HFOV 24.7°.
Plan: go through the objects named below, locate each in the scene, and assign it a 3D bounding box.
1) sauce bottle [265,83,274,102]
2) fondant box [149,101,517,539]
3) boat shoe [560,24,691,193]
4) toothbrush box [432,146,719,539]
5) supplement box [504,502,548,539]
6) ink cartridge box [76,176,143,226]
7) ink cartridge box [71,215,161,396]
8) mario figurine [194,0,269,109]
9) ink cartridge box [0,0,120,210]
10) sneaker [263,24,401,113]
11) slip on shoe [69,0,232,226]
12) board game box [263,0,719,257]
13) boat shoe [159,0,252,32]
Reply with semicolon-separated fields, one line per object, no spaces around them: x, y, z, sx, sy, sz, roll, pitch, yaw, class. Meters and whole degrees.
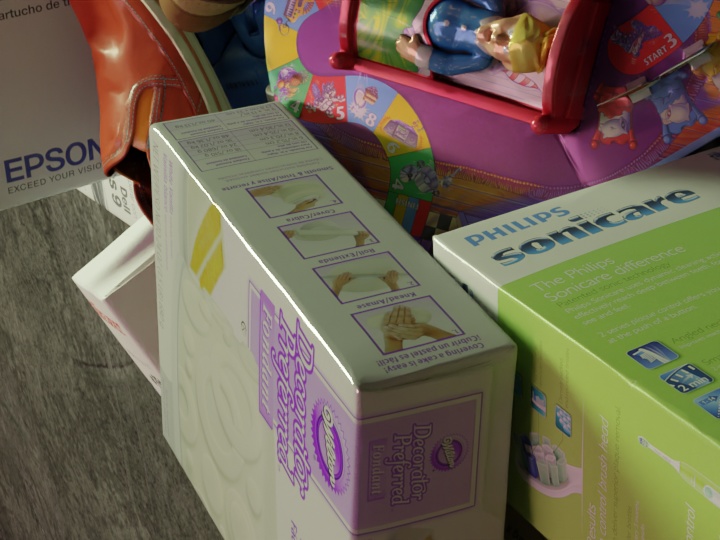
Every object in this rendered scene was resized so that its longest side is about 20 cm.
0.000;0.000;0.798;0.065;0.064;0.202;28;140;58;sauce bottle
-0.018;0.046;0.588;0.200;0.058;0.146;-133;38;-52;fondant box
0.090;-0.008;0.652;0.065;0.072;0.202;-132;34;-50;boat shoe
0.134;0.043;0.504;0.200;0.144;0.087;39;140;50;toothbrush box
0.092;0.178;0.601;0.200;0.133;0.202;38;109;52;supplement box
-0.147;-0.121;1.033;0.199;0.084;0.147;31;136;40;ink cartridge box
-0.063;0.061;0.914;0.201;0.086;0.146;53;170;-13;ink cartridge box
-0.039;-0.094;0.855;0.123;0.105;0.202;27;143;60;mario figurine
-0.122;-0.150;0.864;0.043;0.195;0.202;40;141;48;ink cartridge box
0.016;-0.086;0.700;0.084;0.120;0.201;56;152;31;sneaker
-0.100;-0.072;0.792;0.202;0.061;0.074;63;160;4;slip on shoe
0.043;-0.092;0.589;0.199;0.039;0.159;-30;83;24;board game box
-0.051;-0.183;0.720;0.074;0.075;0.201;-54;13;47;boat shoe
